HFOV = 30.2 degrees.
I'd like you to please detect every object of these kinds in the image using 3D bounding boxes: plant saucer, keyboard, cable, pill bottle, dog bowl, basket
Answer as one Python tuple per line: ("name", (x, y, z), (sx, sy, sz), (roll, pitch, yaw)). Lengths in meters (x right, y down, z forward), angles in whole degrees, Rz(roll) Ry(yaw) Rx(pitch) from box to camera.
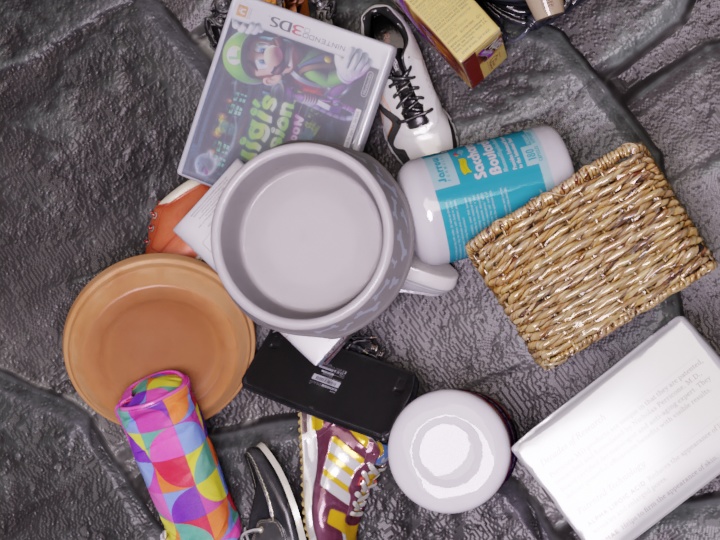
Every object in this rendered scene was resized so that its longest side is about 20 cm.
("plant saucer", (-0.206, 0.081, 1.376), (0.200, 0.037, 0.200), (-4, 113, -9))
("keyboard", (-0.021, 0.109, 1.358), (0.200, 0.040, 0.104), (18, 68, 35))
("cable", (0.156, -0.349, 1.395), (0.163, 0.051, 0.200), (-40, 79, 4))
("pill bottle", (0.094, 0.170, 1.283), (0.112, 0.200, 0.113), (-1, 85, 10))
("dog bowl", (-0.051, -0.031, 1.269), (0.200, 0.059, 0.200), (0, 88, 10))
("basket", (0.223, -0.017, 1.302), (0.200, 0.143, 0.149), (-33, 87, 9))
("pill bottle", (0.110, -0.070, 1.332), (0.200, 0.111, 0.111), (-15, 82, -3))

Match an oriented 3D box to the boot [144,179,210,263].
("boot", (-0.204, -0.016, 1.424), (0.200, 0.075, 0.107), (-40, 71, 1))

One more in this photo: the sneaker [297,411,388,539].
("sneaker", (-0.010, 0.211, 1.362), (0.090, 0.075, 0.200), (-8, 85, 15))

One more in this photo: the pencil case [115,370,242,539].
("pencil case", (-0.186, 0.204, 1.357), (0.088, 0.088, 0.200), (-12, 107, 9))

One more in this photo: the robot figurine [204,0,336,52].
("robot figurine", (-0.090, -0.225, 1.423), (0.145, 0.058, 0.200), (-7, 85, 9))

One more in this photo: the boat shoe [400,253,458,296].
("boat shoe", (0.000, 0.000, 1.387), (0.200, 0.072, 0.069), (14, 112, 3))

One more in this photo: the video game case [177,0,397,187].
("video game case", (-0.078, -0.163, 1.373), (0.182, 0.023, 0.200), (21, 99, 13))

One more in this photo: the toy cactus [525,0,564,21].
("toy cactus", (0.171, -0.336, 1.335), (0.200, 0.102, 0.165), (-19, 94, -7))

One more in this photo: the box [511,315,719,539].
("box", (0.262, 0.154, 1.256), (0.200, 0.199, 0.131), (-39, 79, 5))

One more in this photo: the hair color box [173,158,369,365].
("hair color box", (-0.078, -0.008, 1.333), (0.200, 0.061, 0.099), (43, 93, 9))

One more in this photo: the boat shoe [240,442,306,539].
("boat shoe", (-0.091, 0.277, 1.365), (0.068, 0.072, 0.200), (-13, 83, -16))

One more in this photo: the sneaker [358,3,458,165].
("sneaker", (0.043, -0.185, 1.387), (0.074, 0.080, 0.200), (-24, 83, 5))

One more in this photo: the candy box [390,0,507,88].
("candy box", (0.063, -0.287, 1.372), (0.056, 0.117, 0.200), (-40, 79, 4))
